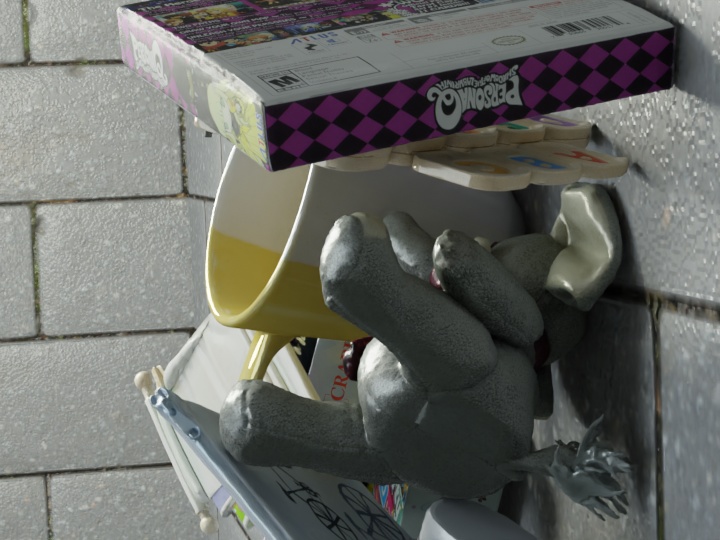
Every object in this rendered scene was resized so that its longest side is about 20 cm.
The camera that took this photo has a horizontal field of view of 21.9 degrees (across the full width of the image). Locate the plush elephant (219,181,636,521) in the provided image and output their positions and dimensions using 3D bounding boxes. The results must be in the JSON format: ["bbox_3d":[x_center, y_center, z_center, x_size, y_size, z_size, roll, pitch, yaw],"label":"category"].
[{"bbox_3d":[0.054,0.027,0.932,0.155,0.199,0.165,-71,4,-50],"label":"plush elephant"}]

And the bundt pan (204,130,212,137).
[{"bbox_3d":[-0.058,-0.184,1.194,0.202,0.075,0.203,-177,90,-83],"label":"bundt pan"}]

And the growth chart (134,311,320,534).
[{"bbox_3d":[-0.082,0.096,1.201,0.200,0.018,0.145,-42,68,51],"label":"growth chart"}]

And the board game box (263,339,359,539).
[{"bbox_3d":[-0.016,0.122,1.295,0.200,0.041,0.201,44,-119,-81],"label":"board game box"}]

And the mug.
[{"bbox_3d":[0.001,-0.009,1.073,0.187,0.153,0.150,-59,28,32],"label":"mug"}]

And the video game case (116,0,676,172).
[{"bbox_3d":[0.012,-0.103,0.851,0.181,0.199,0.036,37,135,56],"label":"video game case"}]

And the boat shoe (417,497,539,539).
[{"bbox_3d":[0.085,0.180,0.850,0.200,0.072,0.068,35,114,47],"label":"boat shoe"}]

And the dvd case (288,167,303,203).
[{"bbox_3d":[-0.015,-0.058,1.219,0.200,0.017,0.143,-52,-30,-61],"label":"dvd case"}]

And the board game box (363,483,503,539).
[{"bbox_3d":[0.040,0.136,1.180,0.148,0.064,0.201,-101,17,-54],"label":"board game box"}]

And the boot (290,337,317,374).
[{"bbox_3d":[-0.052,0.029,1.289,0.151,0.073,0.201,-46,-33,-72],"label":"boot"}]

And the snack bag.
[{"bbox_3d":[-0.008,0.147,0.976,0.189,0.021,0.200,46,-172,34],"label":"snack bag"}]

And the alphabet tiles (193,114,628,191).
[{"bbox_3d":[0.020,-0.071,0.896,0.195,0.200,0.015,20,108,37],"label":"alphabet tiles"}]
